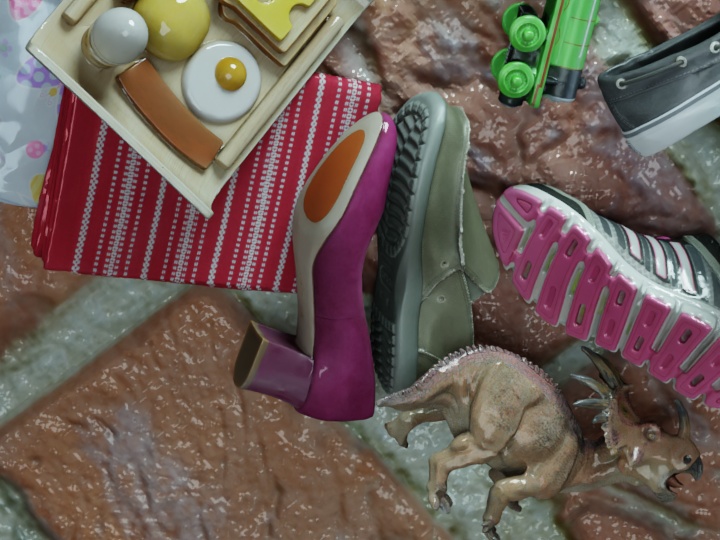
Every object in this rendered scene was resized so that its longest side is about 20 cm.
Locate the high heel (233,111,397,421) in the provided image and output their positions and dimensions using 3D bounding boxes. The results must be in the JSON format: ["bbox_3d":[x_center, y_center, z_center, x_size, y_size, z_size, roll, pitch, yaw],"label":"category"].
[{"bbox_3d":[0.000,0.000,1.330,0.096,0.068,0.201,17,114,-25],"label":"high heel"}]

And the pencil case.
[{"bbox_3d":[-0.197,-0.139,1.306,0.090,0.083,0.201,15,108,5],"label":"pencil case"}]

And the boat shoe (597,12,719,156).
[{"bbox_3d":[0.228,-0.148,1.273,0.200,0.070,0.066,-33,103,22],"label":"boat shoe"}]

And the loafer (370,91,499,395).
[{"bbox_3d":[0.048,-0.017,1.336,0.069,0.075,0.201,-3,118,-17],"label":"loafer"}]

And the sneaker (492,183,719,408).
[{"bbox_3d":[0.174,0.006,1.326,0.199,0.087,0.074,33,128,18],"label":"sneaker"}]

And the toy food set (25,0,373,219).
[{"bbox_3d":[-0.082,-0.151,1.256,0.143,0.060,0.200,43,72,-15],"label":"toy food set"}]

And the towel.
[{"bbox_3d":[-0.094,-0.060,1.319,0.199,0.022,0.145,6,109,-21],"label":"towel"}]

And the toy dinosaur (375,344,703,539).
[{"bbox_3d":[0.101,0.090,1.334,0.200,0.086,0.136,33,107,-24],"label":"toy dinosaur"}]

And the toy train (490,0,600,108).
[{"bbox_3d":[0.124,-0.188,1.264,0.056,0.042,0.201,10,110,-9],"label":"toy train"}]
